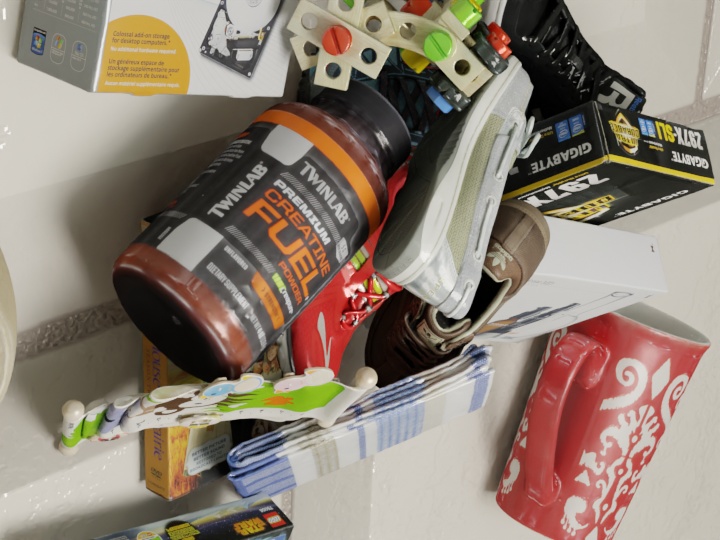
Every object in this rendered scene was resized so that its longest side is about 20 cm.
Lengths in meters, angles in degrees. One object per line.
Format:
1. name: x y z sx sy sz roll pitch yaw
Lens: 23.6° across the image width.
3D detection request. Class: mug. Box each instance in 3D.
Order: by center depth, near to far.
1. mug: 0.183 0.121 1.463 0.176 0.133 0.202 14 102 -32

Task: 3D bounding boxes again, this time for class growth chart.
1. growth chart: -0.093 0.086 1.066 0.145 0.198 0.018 108 -25 -74

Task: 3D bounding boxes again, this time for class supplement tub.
1. supplement tub: -0.055 -0.032 1.073 0.200 0.106 0.107 -48 137 -23

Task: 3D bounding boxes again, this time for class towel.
1. towel: 0.001 0.110 1.209 0.198 0.024 0.147 -23 165 -4

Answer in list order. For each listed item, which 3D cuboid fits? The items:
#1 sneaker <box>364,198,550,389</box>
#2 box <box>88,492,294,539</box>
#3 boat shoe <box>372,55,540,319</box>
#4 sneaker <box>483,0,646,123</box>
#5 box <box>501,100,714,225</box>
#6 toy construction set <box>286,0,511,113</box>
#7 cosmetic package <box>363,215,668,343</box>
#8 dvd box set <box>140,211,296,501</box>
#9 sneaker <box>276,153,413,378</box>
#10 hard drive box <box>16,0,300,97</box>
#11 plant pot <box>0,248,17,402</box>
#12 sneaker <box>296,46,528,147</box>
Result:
1. sneaker: 0.050 0.028 1.180 0.200 0.070 0.076 -52 175 39
2. box: -0.148 0.233 1.173 0.199 0.040 0.138 -9 132 -45
3. boat shoe: 0.071 -0.058 1.106 0.065 0.074 0.203 38 47 -15
4. sneaker: 0.157 -0.154 1.255 0.073 0.111 0.200 -56 159 -14
5. box: 0.133 -0.060 1.252 0.159 0.199 0.050 8 67 -51
6. toy construction set: 0.030 -0.164 1.093 0.092 0.131 0.200 -40 -172 28
7. cosmetic package: 0.117 0.009 1.302 0.199 0.150 0.052 7 66 -49
8. dvd box set: -0.087 0.042 1.183 0.146 0.029 0.202 -21 123 -43
9. sneaker: 0.000 0.000 1.159 0.077 0.084 0.201 62 41 -56
10. hard drive box: -0.106 -0.208 1.006 0.155 0.076 0.202 -6 112 -47
11. plant pot: -0.258 0.032 0.907 0.199 0.134 0.202 -24 124 -40
12. sneaker: 0.043 -0.123 1.196 0.199 0.095 0.080 -11 116 -45
